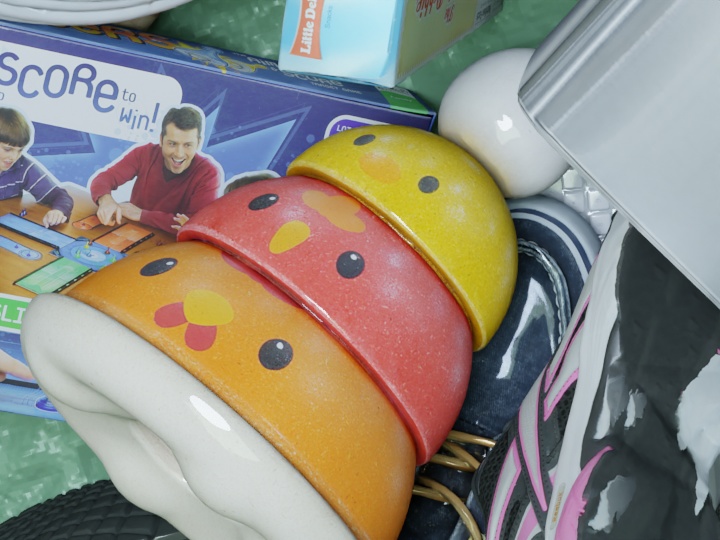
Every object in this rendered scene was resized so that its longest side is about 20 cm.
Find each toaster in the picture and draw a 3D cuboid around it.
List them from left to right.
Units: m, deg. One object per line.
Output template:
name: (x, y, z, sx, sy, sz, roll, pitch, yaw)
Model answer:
toaster: (0.150, -0.055, 0.759, 0.200, 0.181, 0.119, 44, 107, -2)

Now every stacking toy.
stacking toy: (0.000, 0.000, 0.806, 0.146, 0.146, 0.200, 41, 74, 0)

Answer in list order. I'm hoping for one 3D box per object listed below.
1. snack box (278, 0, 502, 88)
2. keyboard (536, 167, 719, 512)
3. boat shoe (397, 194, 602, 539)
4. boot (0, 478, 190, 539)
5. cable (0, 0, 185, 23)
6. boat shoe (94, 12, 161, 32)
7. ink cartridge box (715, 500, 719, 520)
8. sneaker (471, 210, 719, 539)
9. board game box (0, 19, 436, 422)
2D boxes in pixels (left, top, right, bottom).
snack box: (0.020, -0.128, 0.757, 0.037, 0.200, 0.116, 10, 103, 10)
keyboard: (0.100, 0.057, 0.880, 0.056, 0.011, 0.200, -5, 101, 11)
boat shoe: (0.034, 0.076, 0.848, 0.071, 0.091, 0.201, 17, 105, 21)
boot: (-0.114, 0.159, 0.922, 0.200, 0.068, 0.131, -21, 104, 20)
cable: (-0.097, -0.177, 0.785, 0.200, 0.069, 0.200, -28, 88, -22)
boat shoe: (-0.139, -0.153, 0.852, 0.072, 0.076, 0.200, -38, 102, 12)
ink cartridge box: (0.214, 0.119, 0.799, 0.200, 0.146, 0.084, 20, 104, 3)
sneaker: (0.075, 0.050, 0.800, 0.080, 0.200, 0.086, 42, 139, -19)
board game box: (-0.087, -0.015, 0.844, 0.200, 0.034, 0.136, 12, 105, -19)
